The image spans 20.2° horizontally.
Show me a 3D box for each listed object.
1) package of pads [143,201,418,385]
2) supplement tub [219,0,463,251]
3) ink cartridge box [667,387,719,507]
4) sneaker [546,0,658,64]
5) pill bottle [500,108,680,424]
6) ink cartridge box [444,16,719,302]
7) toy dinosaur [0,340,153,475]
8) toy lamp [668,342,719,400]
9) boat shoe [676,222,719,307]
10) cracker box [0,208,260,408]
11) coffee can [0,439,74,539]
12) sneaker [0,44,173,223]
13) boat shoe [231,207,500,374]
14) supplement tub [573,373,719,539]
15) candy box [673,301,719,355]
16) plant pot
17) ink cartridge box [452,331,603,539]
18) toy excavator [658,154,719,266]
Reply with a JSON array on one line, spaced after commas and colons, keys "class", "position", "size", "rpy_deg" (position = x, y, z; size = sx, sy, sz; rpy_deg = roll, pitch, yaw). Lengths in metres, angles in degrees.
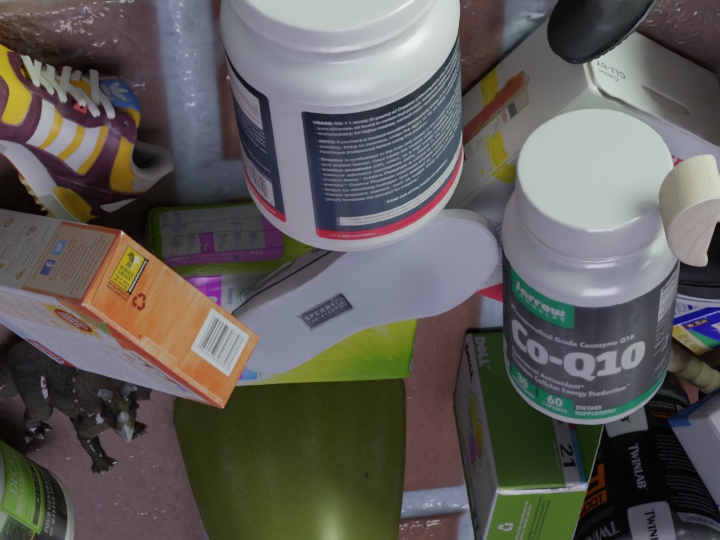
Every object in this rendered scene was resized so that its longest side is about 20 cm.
[{"class": "package of pads", "position": [-0.055, 0.016, 1.432], "size": [0.199, 0.069, 0.155], "rpy_deg": [-3, 144, -9]}, {"class": "supplement tub", "position": [-0.010, -0.120, 1.200], "size": [0.139, 0.141, 0.200], "rpy_deg": [-8, 144, -2]}, {"class": "ink cartridge box", "position": [0.347, 0.094, 1.518], "size": [0.199, 0.084, 0.145], "rpy_deg": [-30, 176, -6]}, {"class": "sneaker", "position": [0.150, -0.210, 1.179], "size": [0.088, 0.074, 0.200], "rpy_deg": [14, 128, -29]}, {"class": "pill bottle", "position": [0.144, -0.001, 1.275], "size": [0.112, 0.114, 0.201], "rpy_deg": [-9, 142, -1]}, {"class": "ink cartridge box", "position": [0.132, -0.069, 1.347], "size": [0.145, 0.084, 0.200], "rpy_deg": [21, 134, -33]}, {"class": "toy dinosaur", "position": [-0.212, 0.085, 1.475], "size": [0.077, 0.199, 0.103], "rpy_deg": [-37, 132, -38]}, {"class": "toy lamp", "position": [0.235, 0.064, 1.573], "size": [0.058, 0.058, 0.200], "rpy_deg": [-30, 139, 26]}, {"class": "boat shoe", "position": [0.279, -0.016, 1.310], "size": [0.199, 0.070, 0.066], "rpy_deg": [-3, 173, 17]}, {"class": "cracker box", "position": [-0.178, 0.020, 1.318], "size": [0.199, 0.058, 0.134], "rpy_deg": [10, 157, 48]}, {"class": "coffee can", "position": [-0.330, 0.172, 1.513], "size": [0.146, 0.147, 0.200], "rpy_deg": [-23, 142, 18]}, {"class": "sneaker", "position": [-0.188, -0.104, 1.249], "size": [0.090, 0.075, 0.200], "rpy_deg": [-25, 148, 7]}, {"class": "boat shoe", "position": [0.000, 0.000, 1.316], "size": [0.199, 0.066, 0.074], "rpy_deg": [-20, 118, 21]}, {"class": "supplement tub", "position": [0.223, 0.189, 1.615], "size": [0.122, 0.201, 0.123], "rpy_deg": [-6, 143, -5]}, {"class": "candy box", "position": [0.307, -0.012, 1.425], "size": [0.199, 0.077, 0.169], "rpy_deg": [-19, 168, 15]}, {"class": "plant pot", "position": [-0.042, 0.188, 1.553], "size": [0.186, 0.201, 0.188], "rpy_deg": [-6, 144, -5]}, {"class": "ink cartridge box", "position": [0.125, 0.102, 1.522], "size": [0.075, 0.148, 0.201], "rpy_deg": [-3, 142, -7]}, {"class": "toy excavator", "position": [0.288, -0.010, 1.194], "size": [0.193, 0.100, 0.200], "rpy_deg": [-16, 134, 12]}]
